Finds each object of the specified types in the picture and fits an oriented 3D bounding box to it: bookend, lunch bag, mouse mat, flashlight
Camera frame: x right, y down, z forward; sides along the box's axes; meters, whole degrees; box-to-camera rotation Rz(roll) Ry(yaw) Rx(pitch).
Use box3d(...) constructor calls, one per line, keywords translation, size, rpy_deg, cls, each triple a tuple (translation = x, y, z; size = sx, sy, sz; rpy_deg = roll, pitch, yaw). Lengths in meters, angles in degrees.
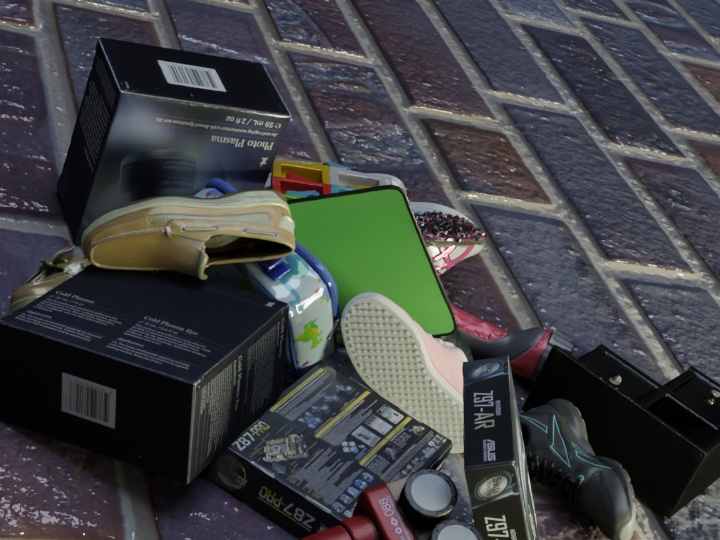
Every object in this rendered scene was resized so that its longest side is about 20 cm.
box3d(translation=(0.321, 0.150, 1.594), size=(0.199, 0.092, 0.200), rpy_deg=(36, 31, 25), cls="bookend")
box3d(translation=(-0.106, 0.010, 1.464), size=(0.082, 0.161, 0.200), rpy_deg=(-39, 60, -23), cls="lunch bag")
box3d(translation=(0.000, 0.000, 1.481), size=(0.161, 0.200, 0.008), rpy_deg=(-7, 38, 23), cls="mouse mat")
box3d(translation=(0.141, 0.066, 1.636), size=(0.200, 0.068, 0.068), rpy_deg=(27, 46, 4), cls="flashlight")

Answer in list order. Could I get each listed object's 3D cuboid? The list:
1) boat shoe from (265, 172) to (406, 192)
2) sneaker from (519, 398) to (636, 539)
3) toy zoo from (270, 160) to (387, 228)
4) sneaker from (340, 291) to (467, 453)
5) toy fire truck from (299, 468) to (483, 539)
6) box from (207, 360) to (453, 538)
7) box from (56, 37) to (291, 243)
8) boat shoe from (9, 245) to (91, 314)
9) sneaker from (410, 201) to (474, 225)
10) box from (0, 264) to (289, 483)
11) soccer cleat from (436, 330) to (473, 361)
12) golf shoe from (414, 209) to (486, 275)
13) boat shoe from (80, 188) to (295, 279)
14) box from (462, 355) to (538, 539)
box3d(translation=(-0.048, -0.087, 1.699), size=(0.200, 0.074, 0.065), rpy_deg=(-4, 9, 23), cls="boat shoe")
box3d(translation=(0.210, 0.208, 1.462), size=(0.079, 0.075, 0.200), rpy_deg=(-6, 31, -19), cls="sneaker")
box3d(translation=(-0.033, -0.082, 1.569), size=(0.131, 0.020, 0.200), rpy_deg=(8, 20, -6), cls="toy zoo")
box3d(translation=(0.051, 0.090, 1.480), size=(0.200, 0.075, 0.105), rpy_deg=(50, 17, -17), cls="sneaker")
box3d(translation=(0.008, 0.262, 1.157), size=(0.200, 0.129, 0.176), rpy_deg=(-15, 58, -22), cls="toy fire truck")
box3d(translation=(-0.024, 0.177, 1.362), size=(0.161, 0.049, 0.200), rpy_deg=(32, 31, 14), cls="box")
box3d(translation=(-0.209, -0.130, 1.600), size=(0.200, 0.198, 0.123), rpy_deg=(5, 36, -28), cls="box")
box3d(translation=(-0.282, 0.002, 1.442), size=(0.200, 0.073, 0.063), rpy_deg=(-23, 95, -62), cls="boat shoe")
box3d(translation=(0.046, -0.042, 1.767), size=(0.200, 0.074, 0.082), rpy_deg=(12, 37, 1), cls="sneaker")
box3d(translation=(-0.194, 0.082, 1.308), size=(0.200, 0.104, 0.182), rpy_deg=(16, 27, 19), cls="box")
box3d(translation=(0.045, 0.049, 1.560), size=(0.200, 0.068, 0.081), rpy_deg=(48, 3, 8), cls="soccer cleat")
box3d(translation=(0.063, -0.016, 1.700), size=(0.200, 0.092, 0.073), rpy_deg=(-11, 37, -37), cls="golf shoe")
box3d(translation=(-0.159, -0.026, 1.348), size=(0.200, 0.072, 0.076), rpy_deg=(-11, 53, -9), cls="boat shoe")
box3d(translation=(0.126, 0.202, 1.272), size=(0.044, 0.200, 0.160), rpy_deg=(-8, 28, 8), cls="box")
